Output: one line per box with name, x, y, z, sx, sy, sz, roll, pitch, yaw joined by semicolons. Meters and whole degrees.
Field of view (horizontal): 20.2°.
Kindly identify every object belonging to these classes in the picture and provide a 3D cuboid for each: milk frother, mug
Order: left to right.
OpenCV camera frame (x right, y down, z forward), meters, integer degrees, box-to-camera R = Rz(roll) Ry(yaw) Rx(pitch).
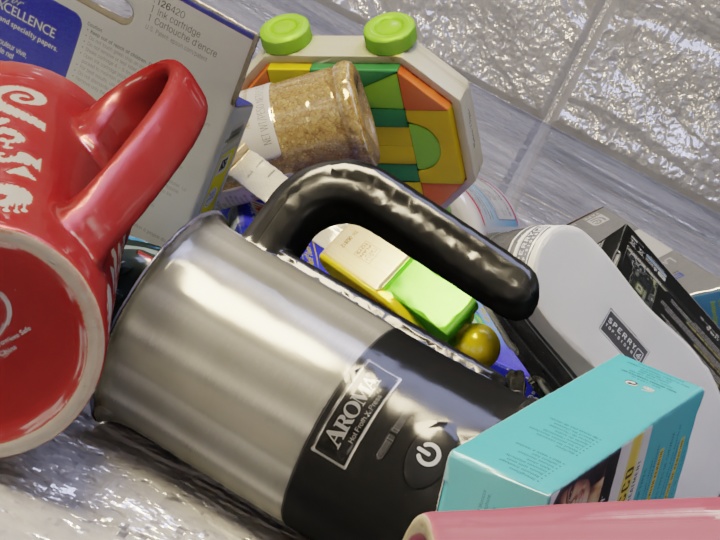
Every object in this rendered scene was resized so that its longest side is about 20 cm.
mug;-0.160;-0.023;0.921;0.133;0.178;0.200;23;17;-14
milk frother;-0.007;0.069;1.011;0.188;0.181;0.200;31;-30;14

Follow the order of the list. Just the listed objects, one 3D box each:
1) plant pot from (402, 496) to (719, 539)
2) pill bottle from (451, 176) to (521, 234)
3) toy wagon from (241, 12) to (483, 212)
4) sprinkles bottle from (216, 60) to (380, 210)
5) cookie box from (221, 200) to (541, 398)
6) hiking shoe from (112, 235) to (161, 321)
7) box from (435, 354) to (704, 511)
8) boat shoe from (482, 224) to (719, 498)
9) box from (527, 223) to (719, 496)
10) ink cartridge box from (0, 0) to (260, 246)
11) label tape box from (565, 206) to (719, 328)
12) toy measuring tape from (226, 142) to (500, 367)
plant pot;0.098;0.161;0.704;0.178;0.201;0.200;9;15;-8
pill bottle;0.060;-0.020;1.501;0.108;0.109;0.200;30;9;14
toy wagon;-0.024;-0.089;1.284;0.199;0.156;0.040;2;41;19
sprinkles bottle;-0.091;-0.068;1.213;0.199;0.069;0.068;-15;9;8
cookie box;0.000;0.032;1.244;0.199;0.075;0.171;25;14;-12
hiking shoe;-0.092;0.018;1.091;0.199;0.075;0.087;22;11;-7
box;0.094;0.102;0.919;0.049;0.083;0.200;21;19;23
boat shoe;0.126;0.053;1.084;0.068;0.072;0.200;1;-40;52
box;0.197;0.088;1.231;0.200;0.043;0.160;47;32;-11
ink cartridge box;-0.163;-0.096;1.132;0.197;0.201;0.047;30;28;10
label tape box;0.205;0.060;1.373;0.063;0.145;0.200;-24;29;-17
toy measuring tape;0.000;0.000;1.132;0.200;0.074;0.073;35;14;26
